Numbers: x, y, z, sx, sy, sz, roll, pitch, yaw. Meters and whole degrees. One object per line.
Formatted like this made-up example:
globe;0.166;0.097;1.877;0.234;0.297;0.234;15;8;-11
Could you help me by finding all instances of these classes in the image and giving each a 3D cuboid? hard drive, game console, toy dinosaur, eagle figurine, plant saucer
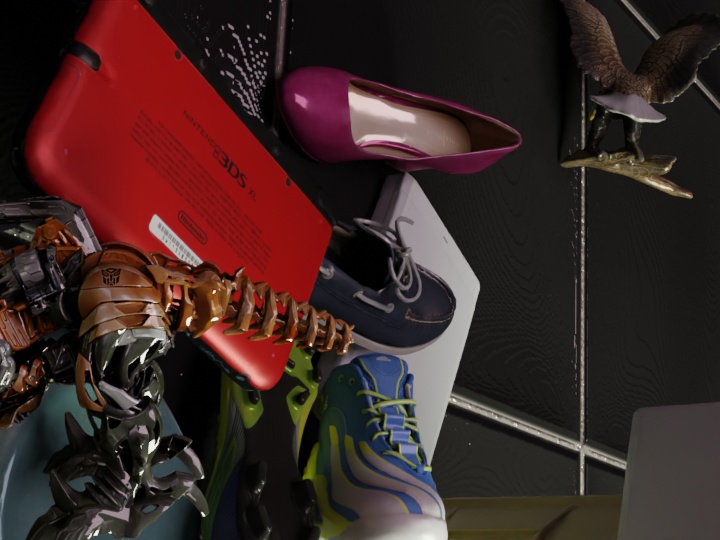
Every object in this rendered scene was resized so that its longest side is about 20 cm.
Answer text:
hard drive;0.029;0.048;0.977;0.132;0.026;0.201;55;41;-37
game console;-0.112;-0.057;0.695;0.200;0.118;0.173;48;50;-42
toy dinosaur;-0.109;0.036;0.578;0.102;0.198;0.137;-38;129;-71
eagle figurine;0.250;-0.185;1.295;0.151;0.150;0.201;26;73;-42
plant saucer;-0.138;0.126;0.682;0.200;0.036;0.202;19;67;-55

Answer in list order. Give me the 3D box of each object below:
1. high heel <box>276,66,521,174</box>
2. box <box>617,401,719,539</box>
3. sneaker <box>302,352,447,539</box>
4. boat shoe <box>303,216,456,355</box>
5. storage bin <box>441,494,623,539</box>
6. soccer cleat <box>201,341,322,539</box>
high heel;0.028;-0.102;0.939;0.200;0.095;0.068;23;65;-55
box;0.255;0.207;0.799;0.200;0.170;0.200;55;38;-40
sneaker;0.003;0.100;0.788;0.075;0.200;0.106;4;87;-14
boat shoe;0.000;0.000;0.869;0.199;0.062;0.075;21;38;-41
storage bin;0.097;0.254;0.880;0.094;0.197;0.201;-31;109;-55
soccer cleat;-0.065;0.103;0.776;0.064;0.084;0.201;28;33;-24
